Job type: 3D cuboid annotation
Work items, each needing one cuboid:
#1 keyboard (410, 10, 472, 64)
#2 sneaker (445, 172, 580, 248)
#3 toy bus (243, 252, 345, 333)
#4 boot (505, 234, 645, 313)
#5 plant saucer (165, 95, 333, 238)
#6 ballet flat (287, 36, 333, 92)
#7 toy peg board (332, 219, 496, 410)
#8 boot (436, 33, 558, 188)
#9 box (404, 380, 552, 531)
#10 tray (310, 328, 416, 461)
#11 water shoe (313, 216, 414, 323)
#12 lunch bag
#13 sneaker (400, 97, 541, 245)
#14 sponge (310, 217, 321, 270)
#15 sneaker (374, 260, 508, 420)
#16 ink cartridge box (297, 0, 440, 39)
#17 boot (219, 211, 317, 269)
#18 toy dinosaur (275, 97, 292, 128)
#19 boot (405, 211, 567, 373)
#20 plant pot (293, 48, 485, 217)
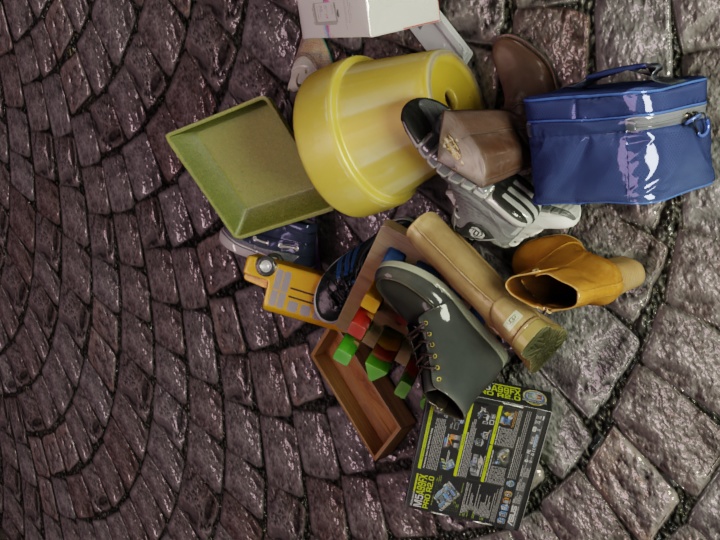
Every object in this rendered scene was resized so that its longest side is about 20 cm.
[{"bbox_3d":[0.079,-0.331,1.463,0.201,0.011,0.056,57,145,23],"label":"keyboard"},{"bbox_3d":[0.192,-0.071,1.372,0.199,0.074,0.088,13,130,52],"label":"sneaker"},{"bbox_3d":[-0.075,0.033,1.651,0.197,0.065,0.079,16,97,6],"label":"toy bus"},{"bbox_3d":[0.211,0.004,1.295,0.200,0.143,0.072,9,105,50],"label":"boot"},{"bbox_3d":[-0.153,-0.157,1.647,0.198,0.048,0.201,-14,121,34],"label":"plant saucer"},{"bbox_3d":[-0.067,-0.250,1.629,0.068,0.067,0.203,-14,91,52],"label":"ballet flat"},{"bbox_3d":[0.071,0.075,1.466,0.198,0.098,0.200,28,131,3],"label":"toy peg board"},{"bbox_3d":[0.145,-0.184,1.268,0.188,0.198,0.064,59,140,19],"label":"boot"},{"bbox_3d":[0.151,0.234,1.462,0.158,0.044,0.202,11,119,4],"label":"box"},{"bbox_3d":[0.002,0.178,1.718,0.201,0.037,0.099,56,139,22],"label":"tray"},{"bbox_3d":[0.000,0.000,1.556,0.072,0.079,0.200,45,108,2],"label":"water shoe"},{"bbox_3d":[0.271,-0.144,1.174,0.199,0.135,0.134,2,105,50],"label":"lunch bag"},{"bbox_3d":[0.109,-0.101,1.310,0.200,0.075,0.116,45,149,9],"label":"sneaker"},{"bbox_3d":[-0.108,-0.030,1.791,0.111,0.030,0.203,10,110,50],"label":"sponge"},{"bbox_3d":[0.081,0.082,1.359,0.199,0.107,0.075,40,150,-4],"label":"sneaker"},{"bbox_3d":[-0.003,-0.343,1.462,0.199,0.115,0.068,16,120,54],"label":"ink cartridge box"},{"bbox_3d":[-0.140,-0.061,1.750,0.199,0.072,0.092,24,113,35],"label":"boot"},{"bbox_3d":[-0.123,-0.194,1.747,0.181,0.105,0.201,33,161,30],"label":"toy dinosaur"},{"bbox_3d":[0.155,0.024,1.363,0.200,0.066,0.175,46,180,23],"label":"boot"},{"bbox_3d":[0.047,-0.187,1.416,0.187,0.200,0.203,-17,89,38],"label":"plant pot"}]
